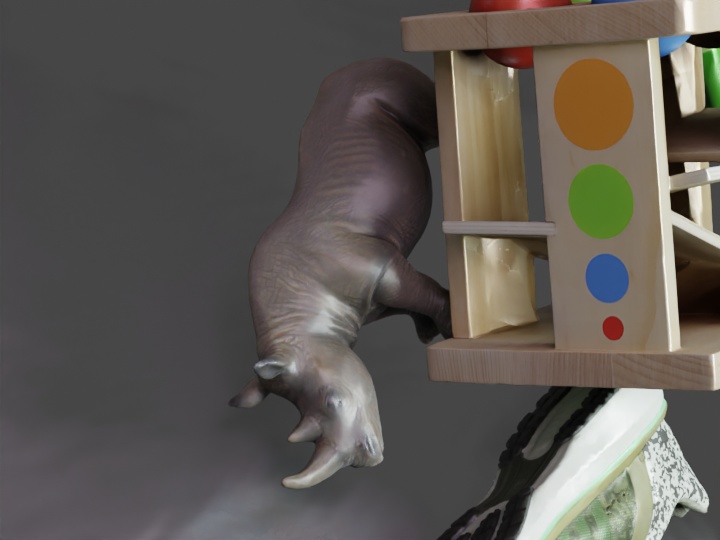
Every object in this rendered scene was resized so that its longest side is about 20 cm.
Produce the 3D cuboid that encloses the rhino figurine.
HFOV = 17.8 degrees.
[{"bbox_3d":[0.000,0.000,0.924,0.087,0.060,0.201,26,62,-12],"label":"rhino figurine"}]

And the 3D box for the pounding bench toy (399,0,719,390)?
[{"bbox_3d":[0.124,-0.050,0.911,0.200,0.124,0.157,-14,102,-54],"label":"pounding bench toy"}]

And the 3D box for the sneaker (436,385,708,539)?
[{"bbox_3d":[0.079,0.123,0.894,0.089,0.077,0.200,48,60,-11],"label":"sneaker"}]
